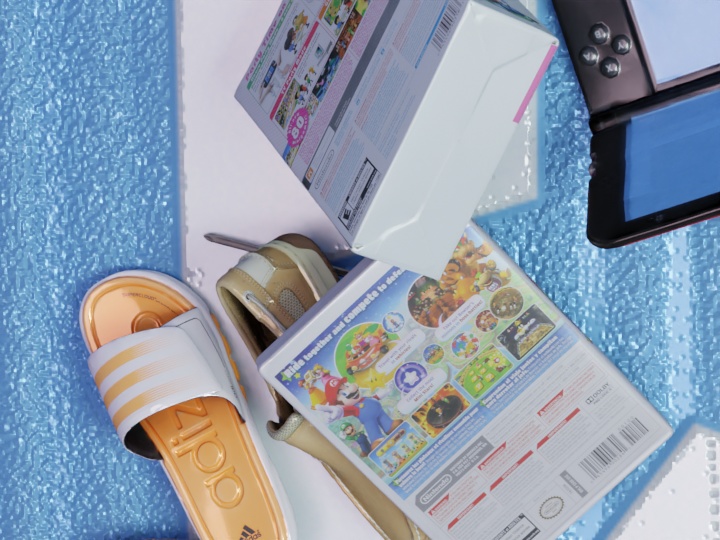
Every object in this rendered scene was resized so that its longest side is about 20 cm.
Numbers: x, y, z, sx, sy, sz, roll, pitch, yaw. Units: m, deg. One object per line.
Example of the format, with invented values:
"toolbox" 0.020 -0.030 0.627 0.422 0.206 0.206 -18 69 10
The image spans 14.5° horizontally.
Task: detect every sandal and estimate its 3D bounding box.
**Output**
"sandal" -0.102 0.089 1.652 0.079 0.059 0.207 -33 79 15

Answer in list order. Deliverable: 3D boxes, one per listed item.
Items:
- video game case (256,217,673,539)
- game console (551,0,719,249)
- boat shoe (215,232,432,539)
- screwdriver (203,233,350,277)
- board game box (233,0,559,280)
"video game case" 0.060 0.070 1.574 0.143 0.018 0.200 -42 111 8
"game console" 0.198 -0.126 1.502 0.199 0.119 0.173 -18 94 19
"boat shoe" -0.022 0.081 1.618 0.072 0.076 0.200 -32 89 51
"screwdriver" 0.000 0.000 1.641 0.199 0.028 0.029 20 75 20
"board game box" 0.015 -0.109 1.526 0.064 0.200 0.148 17 110 -30
